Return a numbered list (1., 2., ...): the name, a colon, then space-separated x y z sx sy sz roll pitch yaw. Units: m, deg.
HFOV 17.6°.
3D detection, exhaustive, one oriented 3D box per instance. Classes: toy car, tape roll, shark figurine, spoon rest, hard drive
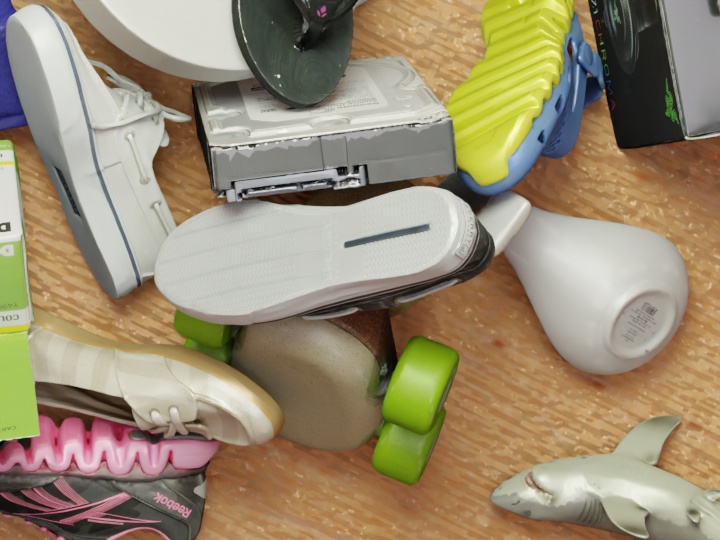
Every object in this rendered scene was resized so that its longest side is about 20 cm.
1. toy car: 0.000 0.000 1.428 0.164 0.158 0.200 22 64 7
2. tape roll: -0.086 -0.210 1.346 0.202 0.037 0.204 3 82 -23
3. shark figurine: 0.200 0.176 1.452 0.128 0.214 0.090 -32 136 -31
4. spoon rest: 0.133 0.000 1.429 0.099 0.061 0.200 -51 134 6
5. hard drive: -0.026 -0.087 1.372 0.139 0.200 0.038 -8 107 -4

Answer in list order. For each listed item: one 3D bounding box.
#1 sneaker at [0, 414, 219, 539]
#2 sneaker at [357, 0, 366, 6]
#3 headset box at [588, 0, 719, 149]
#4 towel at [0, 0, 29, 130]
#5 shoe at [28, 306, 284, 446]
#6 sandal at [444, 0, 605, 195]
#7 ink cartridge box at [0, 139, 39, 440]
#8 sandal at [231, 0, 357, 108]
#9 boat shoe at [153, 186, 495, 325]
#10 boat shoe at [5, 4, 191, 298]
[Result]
1. sneaker: -0.187 0.138 1.433 0.199 0.079 0.096 0 111 -2
2. sneaker: 0.028 -0.231 1.418 0.200 0.112 0.071 -42 94 -3
3. headset box: 0.203 -0.166 1.393 0.092 0.200 0.175 -11 93 -5
4. towel: -0.281 -0.159 1.378 0.147 0.050 0.200 -18 125 -1
5. shoe: -0.138 0.075 1.400 0.199 0.070 0.053 16 62 25
6. sandal: 0.107 -0.103 1.409 0.079 0.200 0.087 -15 119 30
7. ink cartridge box: -0.264 0.015 1.347 0.147 0.200 0.076 -6 127 -9
8. sandal: -0.027 -0.193 1.323 0.075 0.048 0.201 13 77 -23
9. boat shoe: -0.019 0.001 1.300 0.199 0.071 0.072 -5 68 27
10. boat shoe: -0.145 -0.082 1.399 0.086 0.075 0.202 -30 124 -18
